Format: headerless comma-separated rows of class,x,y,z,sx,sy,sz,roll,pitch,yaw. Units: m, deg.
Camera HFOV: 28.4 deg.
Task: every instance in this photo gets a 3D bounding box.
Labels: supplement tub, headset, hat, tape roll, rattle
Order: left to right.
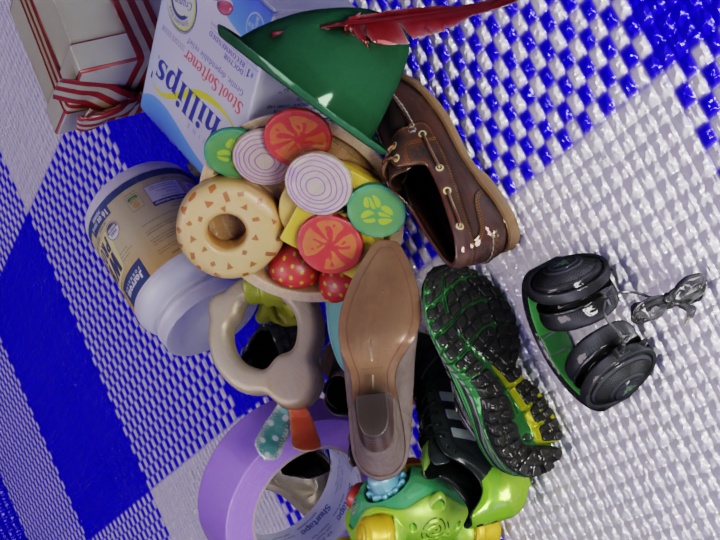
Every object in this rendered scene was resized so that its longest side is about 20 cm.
supplement tub,-0.220,-0.013,1.672,0.200,0.144,0.145,54,149,26
rattle,-0.071,0.104,1.461,0.200,0.130,0.143,62,177,19
tape roll,-0.071,0.236,1.515,0.066,0.200,0.201,31,134,49
hat,0.012,-0.208,1.159,0.200,0.176,0.166,37,-173,6
headset,0.188,0.038,1.084,0.124,0.094,0.200,63,167,3

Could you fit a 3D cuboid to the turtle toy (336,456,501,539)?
turtle toy,0.041,0.244,1.409,0.200,0.145,0.101,130,137,-58

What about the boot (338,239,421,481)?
boot,0.019,0.088,1.286,0.146,0.070,0.201,72,-155,-73

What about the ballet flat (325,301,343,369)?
ballet flat,0.000,0.000,1.368,0.070,0.065,0.201,-2,97,32

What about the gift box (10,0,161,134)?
gift box,-0.275,-0.263,1.559,0.187,0.184,0.200,67,158,9

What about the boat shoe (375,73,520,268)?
boat shoe,0.055,-0.087,1.213,0.200,0.070,0.070,55,151,27

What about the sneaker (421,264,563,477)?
sneaker,0.100,0.090,1.245,0.201,0.078,0.085,69,157,5

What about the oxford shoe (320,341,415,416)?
oxford shoe,-0.013,0.107,1.448,0.200,0.072,0.071,8,119,71

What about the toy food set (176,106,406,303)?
toy food set,-0.058,-0.054,1.285,0.200,0.049,0.198,28,122,-4

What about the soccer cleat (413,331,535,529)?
soccer cleat,0.081,0.143,1.307,0.200,0.081,0.068,59,150,24

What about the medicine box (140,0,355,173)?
medicine box,-0.109,-0.197,1.354,0.182,0.103,0.200,45,131,37

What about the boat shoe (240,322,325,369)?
boat shoe,-0.104,0.097,1.622,0.075,0.066,0.199,66,152,5

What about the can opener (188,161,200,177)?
can opener,-0.128,-0.126,1.516,0.200,0.063,0.079,3,111,60

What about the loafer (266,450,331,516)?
loafer,-0.082,0.224,1.671,0.200,0.076,0.068,25,129,41
